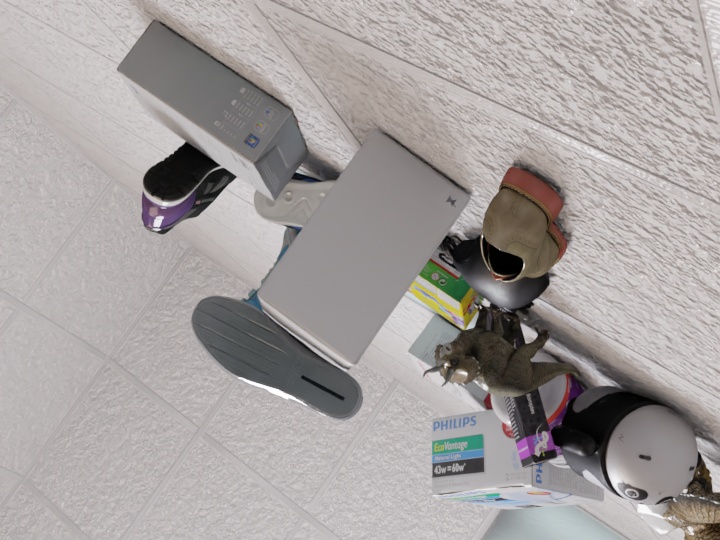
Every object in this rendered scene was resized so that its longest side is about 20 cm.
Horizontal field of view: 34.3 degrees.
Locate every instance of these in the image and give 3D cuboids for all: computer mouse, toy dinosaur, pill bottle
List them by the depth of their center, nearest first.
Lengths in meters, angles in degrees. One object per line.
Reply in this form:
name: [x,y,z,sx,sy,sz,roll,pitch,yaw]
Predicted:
computer mouse: [0.144,0.011,1.258,0.138,0.053,0.200,37,172,-3]
toy dinosaur: [0.156,0.100,1.321,0.199,0.103,0.077,23,178,-29]
pill bottle: [0.274,0.204,1.634,0.112,0.113,0.200,27,169,48]

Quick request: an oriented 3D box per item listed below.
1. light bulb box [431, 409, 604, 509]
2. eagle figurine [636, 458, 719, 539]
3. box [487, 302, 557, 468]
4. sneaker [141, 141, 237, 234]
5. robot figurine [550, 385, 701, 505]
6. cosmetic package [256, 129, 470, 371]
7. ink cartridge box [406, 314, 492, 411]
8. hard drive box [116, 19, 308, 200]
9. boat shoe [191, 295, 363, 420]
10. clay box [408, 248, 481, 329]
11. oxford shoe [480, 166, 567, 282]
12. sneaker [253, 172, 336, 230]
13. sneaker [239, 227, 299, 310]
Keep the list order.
light bulb box: [0.244,0.295,1.816,0.197,0.126,0.199,-15,156,41]
eagle figurine: [0.437,0.312,1.446,0.151,0.152,0.200,22,-159,1]
box: [0.197,0.143,1.455,0.143,0.036,0.201,76,179,-79]
sneaker: [-0.204,-0.117,1.473,0.076,0.200,0.088,40,140,16]
robot figurine: [0.321,0.213,1.422,0.125,0.150,0.200,63,165,-15]
cosmetic package: [-0.001,-0.012,1.196,0.123,0.200,0.200,35,172,0]
ink cartridge box: [0.189,0.172,1.929,0.199,0.083,0.147,32,171,21]
hard drive box: [-0.170,-0.184,1.368,0.199,0.077,0.156,34,172,10]
boat shoe: [-0.090,0.098,1.219,0.199,0.074,0.067,35,170,2]
clay box: [0.099,0.016,1.508,0.115,0.048,0.200,34,174,12]
oxford shoe: [0.132,-0.024,1.012,0.070,0.075,0.200,32,172,20]
sneaker: [-0.023,-0.074,1.476,0.199,0.081,0.146,14,-174,24]
sneaker: [-0.112,0.018,1.532,0.080,0.130,0.200,52,-165,-30]
